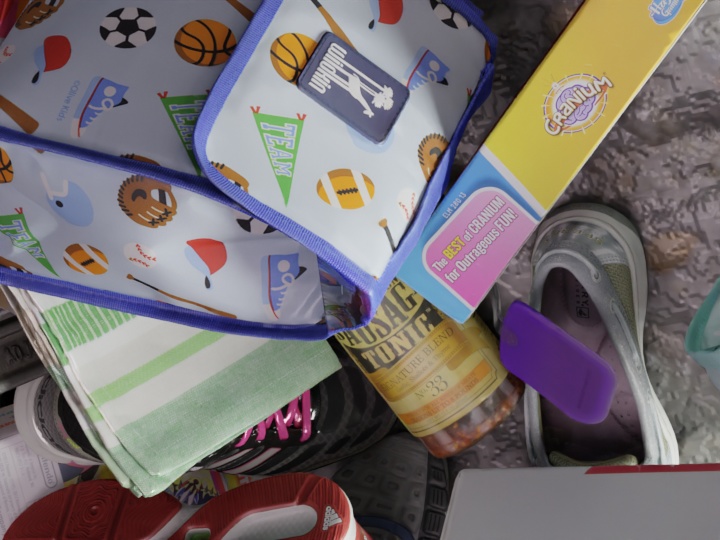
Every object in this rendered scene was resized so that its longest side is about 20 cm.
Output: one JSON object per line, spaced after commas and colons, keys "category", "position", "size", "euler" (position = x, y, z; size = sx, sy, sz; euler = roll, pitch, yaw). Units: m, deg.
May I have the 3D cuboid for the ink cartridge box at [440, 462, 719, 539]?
{"category": "ink cartridge box", "position": [0.133, 0.190, 1.280], "size": [0.145, 0.084, 0.200], "euler": [-4, 134, 21]}

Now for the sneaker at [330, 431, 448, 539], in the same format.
{"category": "sneaker", "position": [-0.002, 0.174, 1.371], "size": [0.074, 0.087, 0.201], "euler": [23, 102, 11]}

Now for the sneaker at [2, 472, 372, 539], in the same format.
{"category": "sneaker", "position": [-0.076, 0.161, 1.289], "size": [0.199, 0.079, 0.116], "euler": [-3, 141, 29]}

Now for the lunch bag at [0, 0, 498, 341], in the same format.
{"category": "lunch bag", "position": [-0.056, -0.067, 1.140], "size": [0.199, 0.170, 0.124], "euler": [15, 143, 16]}

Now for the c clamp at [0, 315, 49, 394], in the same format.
{"category": "c clamp", "position": [-0.180, -0.027, 1.215], "size": [0.027, 0.200, 0.171], "euler": [-25, 83, 46]}

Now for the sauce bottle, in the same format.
{"category": "sauce bottle", "position": [0.000, 0.000, 1.283], "size": [0.066, 0.066, 0.200], "euler": [-34, 102, 30]}

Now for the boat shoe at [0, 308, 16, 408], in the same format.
{"category": "boat shoe", "position": [-0.165, 0.116, 1.404], "size": [0.073, 0.065, 0.201], "euler": [-10, 110, 24]}

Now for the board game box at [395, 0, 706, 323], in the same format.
{"category": "board game box", "position": [0.100, -0.087, 1.157], "size": [0.040, 0.153, 0.200], "euler": [35, 121, 0]}

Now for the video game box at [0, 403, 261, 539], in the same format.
{"category": "video game box", "position": [-0.133, 0.155, 1.364], "size": [0.182, 0.047, 0.201], "euler": [-18, 112, -15]}

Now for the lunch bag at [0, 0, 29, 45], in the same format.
{"category": "lunch bag", "position": [-0.238, -0.165, 1.250], "size": [0.199, 0.082, 0.177], "euler": [17, 92, 15]}

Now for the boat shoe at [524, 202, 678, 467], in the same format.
{"category": "boat shoe", "position": [0.112, 0.069, 1.280], "size": [0.074, 0.065, 0.203], "euler": [4, 117, 19]}

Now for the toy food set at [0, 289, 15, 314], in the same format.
{"category": "toy food set", "position": [-0.236, -0.005, 1.285], "size": [0.143, 0.200, 0.061], "euler": [15, 87, 53]}

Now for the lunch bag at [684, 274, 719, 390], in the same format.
{"category": "lunch bag", "position": [0.237, 0.046, 1.145], "size": [0.122, 0.200, 0.170], "euler": [-36, 98, 31]}

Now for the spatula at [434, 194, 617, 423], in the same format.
{"category": "spatula", "position": [0.053, -0.004, 1.245], "size": [0.200, 0.021, 0.057], "euler": [52, 154, 28]}

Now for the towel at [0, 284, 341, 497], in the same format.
{"category": "towel", "position": [-0.107, -0.008, 1.229], "size": [0.023, 0.152, 0.200], "euler": [-31, 91, 47]}

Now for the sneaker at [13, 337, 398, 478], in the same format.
{"category": "sneaker", "position": [-0.066, 0.067, 1.289], "size": [0.199, 0.087, 0.074], "euler": [0, 88, -17]}
